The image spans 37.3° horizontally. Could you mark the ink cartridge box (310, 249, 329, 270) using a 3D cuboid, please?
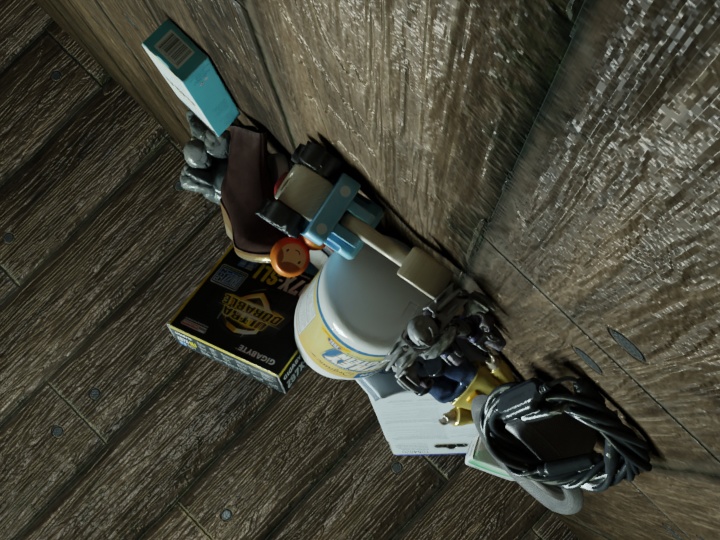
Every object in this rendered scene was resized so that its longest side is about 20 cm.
[{"bbox_3d":[0.000,0.000,1.489,0.200,0.037,0.095,45,-141,12],"label":"ink cartridge box"}]

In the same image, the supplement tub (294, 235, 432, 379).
[{"bbox_3d":[-0.002,0.053,1.321,0.145,0.145,0.200,44,156,2],"label":"supplement tub"}]

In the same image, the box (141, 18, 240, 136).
[{"bbox_3d":[-0.225,-0.256,1.444,0.082,0.049,0.200,44,175,12],"label":"box"}]

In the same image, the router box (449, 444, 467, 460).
[{"bbox_3d":[0.149,0.204,1.746,0.200,0.051,0.150,-143,44,-59],"label":"router box"}]

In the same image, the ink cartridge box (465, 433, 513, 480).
[{"bbox_3d":[0.248,0.281,1.490,0.199,0.050,0.161,21,169,7],"label":"ink cartridge box"}]

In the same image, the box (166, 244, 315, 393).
[{"bbox_3d":[-0.140,0.062,1.468,0.199,0.160,0.050,22,149,29],"label":"box"}]

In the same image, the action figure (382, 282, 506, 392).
[{"bbox_3d":[0.094,0.072,1.154,0.070,0.130,0.200,56,-166,14],"label":"action figure"}]

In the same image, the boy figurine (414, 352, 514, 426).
[{"bbox_3d":[0.154,0.165,1.411,0.199,0.125,0.065,29,-159,-29],"label":"boy figurine"}]

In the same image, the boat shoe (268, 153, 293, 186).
[{"bbox_3d":[-0.107,-0.110,1.589,0.200,0.065,0.074,104,153,-62],"label":"boat shoe"}]

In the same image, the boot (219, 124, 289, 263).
[{"bbox_3d":[-0.145,-0.108,1.479,0.200,0.072,0.168,32,122,55],"label":"boot"}]

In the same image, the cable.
[{"bbox_3d":[0.210,0.174,1.116,0.163,0.051,0.200,33,147,-9],"label":"cable"}]

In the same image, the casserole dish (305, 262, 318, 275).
[{"bbox_3d":[-0.012,0.029,1.570,0.199,0.122,0.039,27,165,-37],"label":"casserole dish"}]

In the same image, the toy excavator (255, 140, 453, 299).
[{"bbox_3d":[-0.001,-0.048,1.181,0.199,0.100,0.194,33,180,-12],"label":"toy excavator"}]

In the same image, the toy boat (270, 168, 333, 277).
[{"bbox_3d":[-0.063,-0.046,1.369,0.130,0.131,0.200,43,175,17],"label":"toy boat"}]

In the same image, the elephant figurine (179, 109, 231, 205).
[{"bbox_3d":[-0.219,-0.182,1.736,0.140,0.156,0.200,2,-167,-6],"label":"elephant figurine"}]

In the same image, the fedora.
[{"bbox_3d":[0.220,0.198,1.280,0.177,0.090,0.200,39,165,32],"label":"fedora"}]

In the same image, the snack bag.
[{"bbox_3d":[0.055,0.103,1.490,0.189,0.199,0.022,43,134,42],"label":"snack bag"}]

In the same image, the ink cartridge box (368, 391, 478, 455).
[{"bbox_3d":[0.124,0.209,1.567,0.201,0.198,0.041,72,-161,-52],"label":"ink cartridge box"}]
